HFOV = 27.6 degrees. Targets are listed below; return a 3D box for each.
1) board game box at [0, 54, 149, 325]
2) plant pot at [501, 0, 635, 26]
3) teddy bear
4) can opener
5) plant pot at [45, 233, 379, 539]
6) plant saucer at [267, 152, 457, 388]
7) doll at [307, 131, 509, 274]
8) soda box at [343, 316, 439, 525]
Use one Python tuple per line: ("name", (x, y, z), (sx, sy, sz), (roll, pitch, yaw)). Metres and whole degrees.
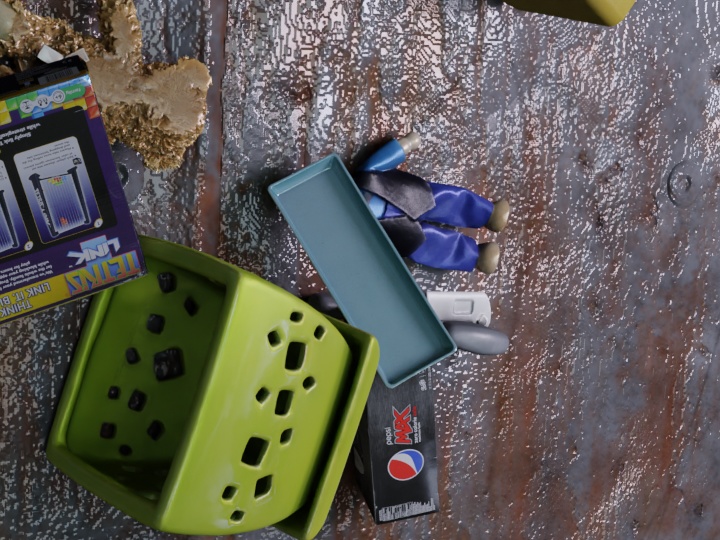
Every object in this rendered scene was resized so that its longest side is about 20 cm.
("board game box", (-0.272, -0.047, 1.068), (0.198, 0.057, 0.167), (-18, 118, -12))
("plant pot", (0.172, -0.326, 1.267), (0.176, 0.199, 0.201), (44, 75, -40))
("teddy bear", (-0.217, -0.145, 1.128), (0.198, 0.067, 0.147), (-5, 93, -25))
("can opener", (0.044, 0.046, 1.328), (0.198, 0.066, 0.053), (2, 99, -28))
("plant pot", (-0.108, 0.100, 1.164), (0.181, 0.198, 0.202), (21, 87, -40))
("plant saucer", (0.000, 0.000, 1.217), (0.069, 0.019, 0.201), (-28, 75, -16))
("doll", (0.037, -0.056, 1.309), (0.198, 0.048, 0.138), (11, 94, -28))
("soda box", (0.028, 0.122, 1.289), (0.063, 0.071, 0.202), (-11, 122, -12))
